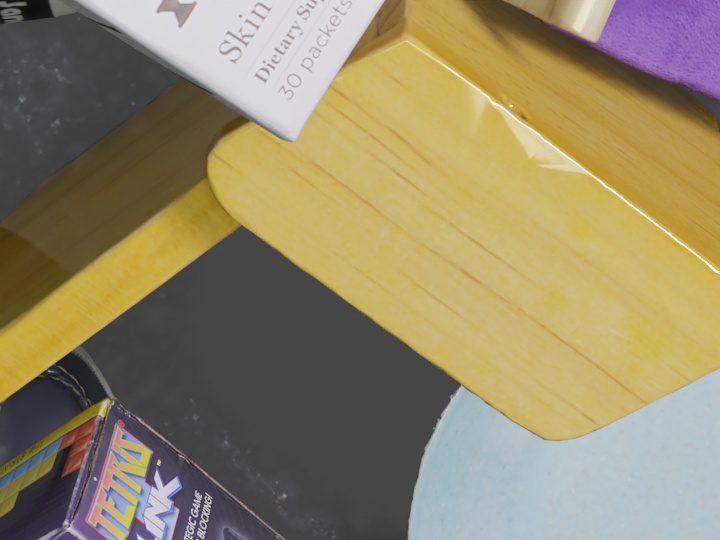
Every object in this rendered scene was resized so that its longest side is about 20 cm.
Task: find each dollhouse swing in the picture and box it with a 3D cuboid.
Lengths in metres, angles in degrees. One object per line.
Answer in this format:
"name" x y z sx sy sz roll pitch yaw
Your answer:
"dollhouse swing" 0.000 0.000 0.761 0.182 0.200 0.176 36 106 -11

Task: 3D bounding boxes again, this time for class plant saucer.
"plant saucer" 0.113 0.087 0.866 0.200 0.039 0.202 -1 102 -5

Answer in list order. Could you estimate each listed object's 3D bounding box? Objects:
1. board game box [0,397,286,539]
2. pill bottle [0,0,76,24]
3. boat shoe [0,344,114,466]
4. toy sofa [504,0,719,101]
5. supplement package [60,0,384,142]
"board game box" -0.083 0.145 0.738 0.200 0.057 0.165 -34 117 32
"pill bottle" -0.137 -0.126 0.763 0.199 0.112 0.113 -7 102 -3
"boat shoe" -0.105 0.121 0.839 0.075 0.062 0.201 2 104 -9
"toy sofa" 0.125 -0.084 0.753 0.200 0.098 0.083 17 101 -49
"supplement package" -0.021 -0.152 0.641 0.111 0.156 0.200 32 92 -15
